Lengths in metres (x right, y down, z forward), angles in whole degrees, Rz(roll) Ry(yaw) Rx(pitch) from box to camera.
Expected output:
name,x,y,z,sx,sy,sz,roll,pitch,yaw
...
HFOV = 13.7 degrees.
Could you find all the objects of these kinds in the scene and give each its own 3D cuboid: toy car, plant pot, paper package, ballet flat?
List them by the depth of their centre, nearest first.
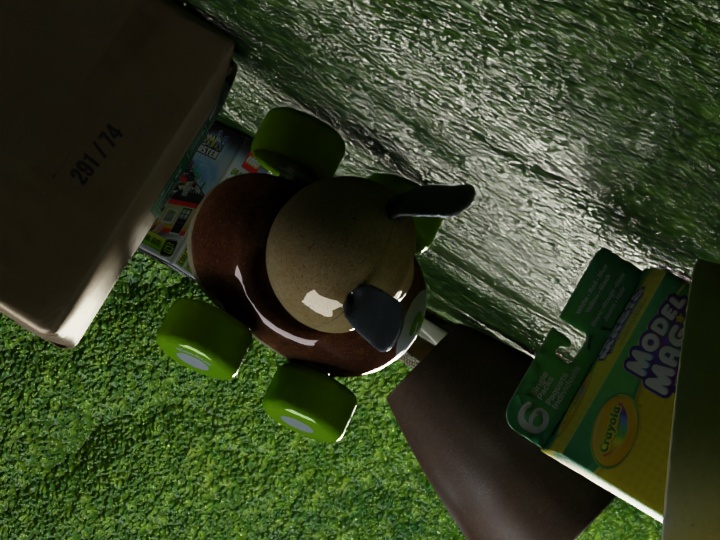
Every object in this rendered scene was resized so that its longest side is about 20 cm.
name,x,y,z,sx,sy,sz,roll,pitch,yaw
plant pot,0.210,0.101,1.325,0.142,0.200,0.200,5,172,9
paper package,-0.194,-0.084,1.677,0.191,0.200,0.103,31,176,-1
toy car,0.000,0.000,1.751,0.158,0.164,0.200,32,163,-24
plant pot,0.125,0.147,2.602,0.200,0.187,0.187,44,177,3
ballet flat,0.074,0.071,2.707,0.200,0.068,0.075,31,161,32

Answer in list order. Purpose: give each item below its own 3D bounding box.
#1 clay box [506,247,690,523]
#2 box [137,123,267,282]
name,x,y,z,sx,sy,sz,roll,pitch,yaw
clay box,0.188,0.084,1.587,0.200,0.115,0.048,31,175,-11
box,-0.157,-0.071,2.235,0.035,0.110,0.200,34,174,-41
